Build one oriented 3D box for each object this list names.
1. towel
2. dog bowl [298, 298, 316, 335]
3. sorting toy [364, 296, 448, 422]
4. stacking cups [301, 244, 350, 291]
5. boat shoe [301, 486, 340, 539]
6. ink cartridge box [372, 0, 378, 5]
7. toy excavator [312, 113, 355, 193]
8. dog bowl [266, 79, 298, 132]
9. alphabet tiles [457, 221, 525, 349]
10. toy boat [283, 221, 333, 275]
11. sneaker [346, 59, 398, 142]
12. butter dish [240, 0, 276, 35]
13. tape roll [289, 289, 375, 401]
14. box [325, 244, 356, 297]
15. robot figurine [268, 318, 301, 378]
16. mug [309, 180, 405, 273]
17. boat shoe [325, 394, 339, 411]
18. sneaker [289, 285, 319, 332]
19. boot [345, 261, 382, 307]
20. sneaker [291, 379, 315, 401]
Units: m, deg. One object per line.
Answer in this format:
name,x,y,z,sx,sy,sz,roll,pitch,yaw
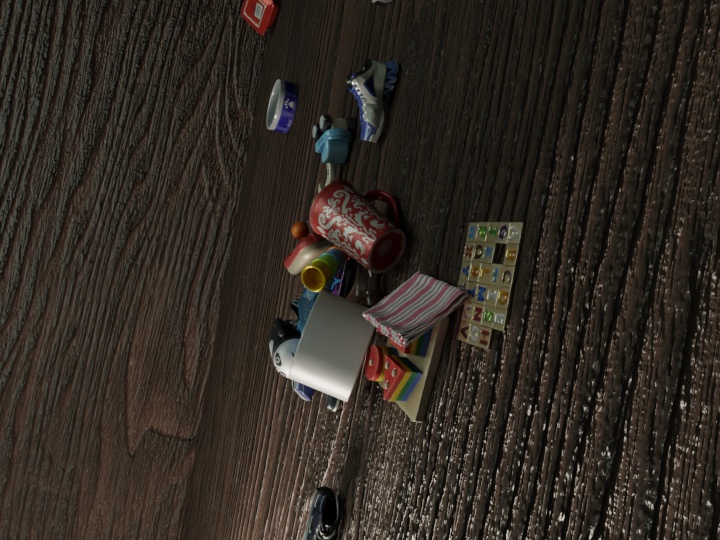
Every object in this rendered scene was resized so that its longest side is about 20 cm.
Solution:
towel,0.092,0.060,1.186,0.145,0.030,0.200,-35,21,-11
dog bowl,-0.125,0.150,1.732,0.201,0.048,0.114,85,177,-58
sorting toy,0.075,0.155,1.274,0.200,0.068,0.203,-147,69,-68
stacking cups,-0.065,-0.018,1.482,0.200,0.060,0.061,-45,-20,-60
boat shoe,-0.089,0.593,1.486,0.093,0.073,0.205,139,139,-69
ink cartridge box,0.080,-0.826,1.782,0.095,0.036,0.205,-145,64,-68
toy excavator,-0.085,-0.322,1.912,0.194,0.098,0.205,149,120,-65
dog bowl,-0.320,-0.668,2.700,0.199,0.077,0.205,-170,90,-70
alphabet tiles,0.203,0.021,1.089,0.167,0.007,0.205,-170,91,-69
toy boat,-0.152,-0.076,1.860,0.133,0.129,0.200,63,147,12
sneaker,0.012,-0.428,1.637,0.081,0.113,0.204,-140,64,-70
butter dish,-0.497,-1.356,3.428,0.200,0.147,0.201,46,133,15
tape roll,-0.054,0.161,1.424,0.203,0.137,0.207,21,-90,-87
box,-0.060,0.032,1.739,0.143,0.035,0.205,-149,72,-68
robot figurine,-0.199,0.221,1.886,0.126,0.148,0.200,-59,25,14
mug,0.010,-0.107,1.441,0.178,0.133,0.199,-48,52,-2
boat shoe,-0.075,0.243,1.640,0.075,0.061,0.205,153,124,-63
sneaker,-0.154,0.084,1.884,0.079,0.088,0.204,129,148,-51
boot,0.000,0.000,1.553,0.185,0.063,0.205,-20,64,52
sneaker,-0.082,0.207,1.568,0.081,0.113,0.203,55,-133,-54
